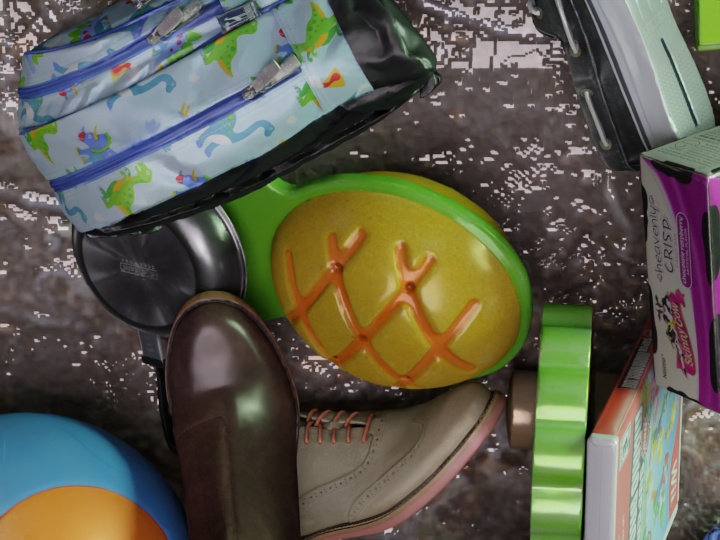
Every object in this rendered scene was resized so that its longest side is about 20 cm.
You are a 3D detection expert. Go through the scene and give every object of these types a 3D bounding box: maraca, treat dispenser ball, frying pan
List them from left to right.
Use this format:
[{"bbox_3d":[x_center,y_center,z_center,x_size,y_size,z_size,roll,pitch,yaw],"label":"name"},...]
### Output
[{"bbox_3d":[-0.189,0.180,1.283,0.201,0.201,0.201,0,112,0],"label":"treat dispenser ball"},{"bbox_3d":[-0.128,0.019,1.300,0.115,0.031,0.190,32,128,11],"label":"frying pan"},{"bbox_3d":[0.000,0.000,1.263,0.200,0.107,0.137,15,129,16],"label":"maraca"}]

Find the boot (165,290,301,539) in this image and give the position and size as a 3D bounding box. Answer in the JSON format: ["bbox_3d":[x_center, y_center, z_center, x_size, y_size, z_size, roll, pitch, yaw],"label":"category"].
[{"bbox_3d":[-0.063,0.125,1.216,0.072,0.166,0.200,-8,108,-1],"label":"boot"}]

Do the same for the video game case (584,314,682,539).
[{"bbox_3d":[0.152,0.114,1.257,0.017,0.200,0.143,6,113,16],"label":"video game case"}]

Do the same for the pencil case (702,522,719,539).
[{"bbox_3d":[0.193,0.247,1.373,0.087,0.078,0.200,17,114,-38],"label":"pencil case"}]

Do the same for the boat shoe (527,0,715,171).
[{"bbox_3d":[0.122,-0.141,1.220,0.071,0.072,0.200,-15,100,34],"label":"boat shoe"}]

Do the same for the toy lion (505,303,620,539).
[{"bbox_3d":[0.109,0.121,1.245,0.069,0.192,0.200,3,84,6],"label":"toy lion"}]

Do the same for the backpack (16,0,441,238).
[{"bbox_3d":[-0.078,-0.096,1.180,0.200,0.163,0.154,-40,102,6],"label":"backpack"}]

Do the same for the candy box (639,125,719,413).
[{"bbox_3d":[0.247,-0.022,1.225,0.200,0.061,0.136,-18,115,-27],"label":"candy box"}]

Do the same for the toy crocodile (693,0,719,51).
[{"bbox_3d":[0.189,-0.211,1.204,0.067,0.062,0.200,-9,117,3],"label":"toy crocodile"}]

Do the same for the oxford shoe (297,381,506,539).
[{"bbox_3d":[-0.005,0.109,1.306,0.200,0.071,0.074,-34,103,29],"label":"oxford shoe"}]

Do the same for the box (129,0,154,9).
[{"bbox_3d":[-0.037,-0.208,1.111,0.198,0.200,0.050,-35,101,4],"label":"box"}]
